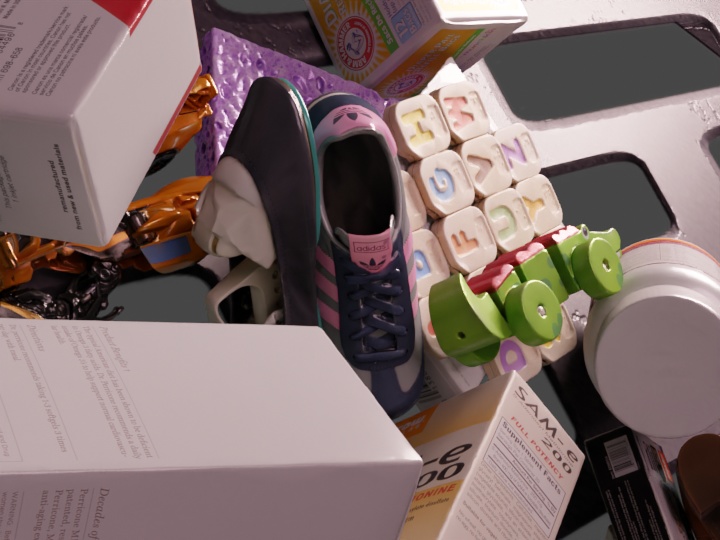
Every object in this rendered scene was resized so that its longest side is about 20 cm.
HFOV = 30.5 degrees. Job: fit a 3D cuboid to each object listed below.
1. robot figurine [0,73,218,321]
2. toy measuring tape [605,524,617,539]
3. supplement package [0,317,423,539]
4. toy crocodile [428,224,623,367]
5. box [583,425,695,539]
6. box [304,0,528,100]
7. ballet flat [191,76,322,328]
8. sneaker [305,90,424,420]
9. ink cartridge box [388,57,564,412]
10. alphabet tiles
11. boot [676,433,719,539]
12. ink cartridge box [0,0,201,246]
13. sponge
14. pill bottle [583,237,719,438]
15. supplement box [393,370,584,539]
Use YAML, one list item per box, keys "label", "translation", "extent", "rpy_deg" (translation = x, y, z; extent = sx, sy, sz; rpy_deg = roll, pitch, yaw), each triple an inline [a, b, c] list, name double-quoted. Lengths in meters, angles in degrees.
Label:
- label: "robot figurine"
  translation: [-0.153, -0.045, 0.743]
  extent: [0.199, 0.058, 0.146]
  rpy_deg: [-23, 79, -41]
- label: "toy measuring tape"
  translation: [0.121, 0.210, 0.821]
  extent: [0.074, 0.073, 0.200]
  rpy_deg: [49, 27, -3]
- label: "supplement package"
  translation: [-0.094, 0.099, 0.575]
  extent: [0.198, 0.118, 0.117]
  rpy_deg: [3, 26, -30]
- label: "toy crocodile"
  translation: [0.106, 0.008, 0.829]
  extent: [0.199, 0.067, 0.062]
  rpy_deg: [-28, 94, -47]
- label: "box"
  translation: [0.207, 0.208, 0.868]
  extent: [0.110, 0.034, 0.202]
  rpy_deg: [33, 37, -62]
- label: "box"
  translation: [0.019, -0.238, 0.979]
  extent: [0.101, 0.112, 0.201]
  rpy_deg: [-12, 72, -45]
- label: "ballet flat"
  translation: [-0.057, -0.006, 0.736]
  extent: [0.072, 0.202, 0.073]
  rpy_deg: [-2, 30, 1]
- label: "sneaker"
  translation: [0.000, 0.000, 0.761]
  extent: [0.070, 0.082, 0.202]
  rpy_deg: [-14, 103, -6]
- label: "ink cartridge box"
  translation: [0.051, -0.029, 0.895]
  extent: [0.163, 0.050, 0.200]
  rpy_deg: [53, 41, -16]
- label: "alphabet tiles"
  translation: [0.083, -0.026, 0.881]
  extent: [0.195, 0.015, 0.202]
  rpy_deg: [-24, 92, -47]
- label: "boot"
  translation: [0.269, 0.212, 0.898]
  extent: [0.201, 0.076, 0.155]
  rpy_deg: [66, 10, 24]
- label: "ink cartridge box"
  translation: [-0.199, -0.102, 0.659]
  extent: [0.198, 0.084, 0.145]
  rpy_deg: [9, 47, 12]
- label: "sponge"
  translation: [-0.022, -0.084, 0.904]
  extent: [0.199, 0.030, 0.112]
  rpy_deg: [16, 56, -33]
- label: "pill bottle"
  translation: [0.208, 0.044, 0.904]
  extent: [0.110, 0.109, 0.200]
  rpy_deg: [51, 15, 0]
- label: "supplement box"
  translation: [0.030, 0.158, 0.710]
  extent: [0.074, 0.126, 0.200]
  rpy_deg: [49, 39, -14]
